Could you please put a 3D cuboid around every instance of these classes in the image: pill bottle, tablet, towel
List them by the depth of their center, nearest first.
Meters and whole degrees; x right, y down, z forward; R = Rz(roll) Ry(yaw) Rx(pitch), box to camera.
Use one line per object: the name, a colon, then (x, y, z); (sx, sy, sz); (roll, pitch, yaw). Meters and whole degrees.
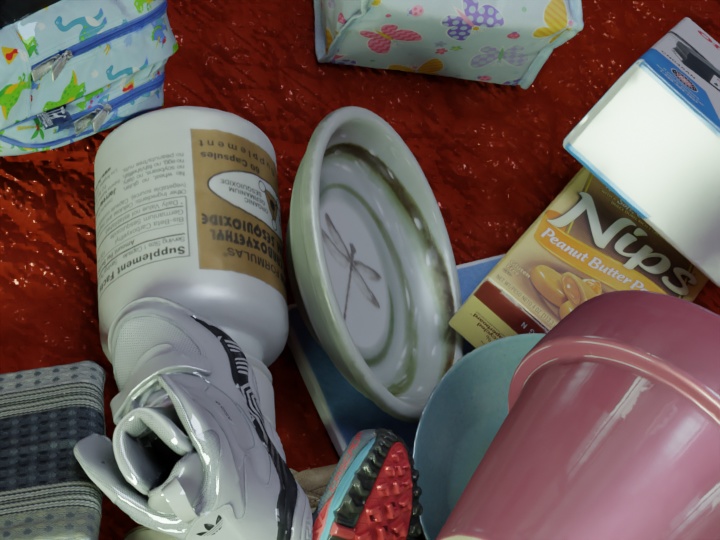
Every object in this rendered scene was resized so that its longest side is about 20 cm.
towel: (-0.234, 0.116, 1.236); (0.200, 0.035, 0.193); (-8, 27, -2)
pill bottle: (-0.101, 0.012, 1.402); (0.114, 0.114, 0.200); (8, 57, -21)
tablet: (0.054, 0.061, 1.509); (0.200, 0.014, 0.130); (-13, 66, -30)

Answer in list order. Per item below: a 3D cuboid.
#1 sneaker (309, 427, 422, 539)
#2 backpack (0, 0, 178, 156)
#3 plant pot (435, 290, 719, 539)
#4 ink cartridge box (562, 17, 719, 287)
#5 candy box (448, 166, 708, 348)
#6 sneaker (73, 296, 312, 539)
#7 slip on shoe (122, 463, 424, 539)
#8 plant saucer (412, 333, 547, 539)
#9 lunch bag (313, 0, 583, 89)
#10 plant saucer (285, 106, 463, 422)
sneaker: (-0.041, 0.171, 1.270); (0.095, 0.079, 0.200); (18, 77, 36)
backpack: (-0.208, -0.138, 1.428); (0.200, 0.163, 0.154); (-42, 122, -33)
plant pot: (0.138, 0.140, 1.269); (0.200, 0.200, 0.179); (43, 57, 6)
ink cartridge box: (0.235, -0.086, 1.589); (0.145, 0.084, 0.200); (42, 22, 3)
candy box: (0.154, 0.010, 1.540); (0.115, 0.055, 0.200); (42, 41, 2)
sneaker: (-0.103, 0.074, 1.239); (0.115, 0.075, 0.200); (38, 16, -51)
slip on shoe: (-0.054, 0.143, 1.365); (0.200, 0.076, 0.061); (-4, 67, -31)
plant saucer: (0.114, 0.138, 1.400); (0.201, 0.039, 0.201); (10, 65, -22)
lunch bag: (0.056, -0.241, 1.635); (0.169, 0.127, 0.200); (4, 68, -20)
plant saucer: (0.000, 0.000, 1.444); (0.200, 0.050, 0.200); (42, 40, -49)
